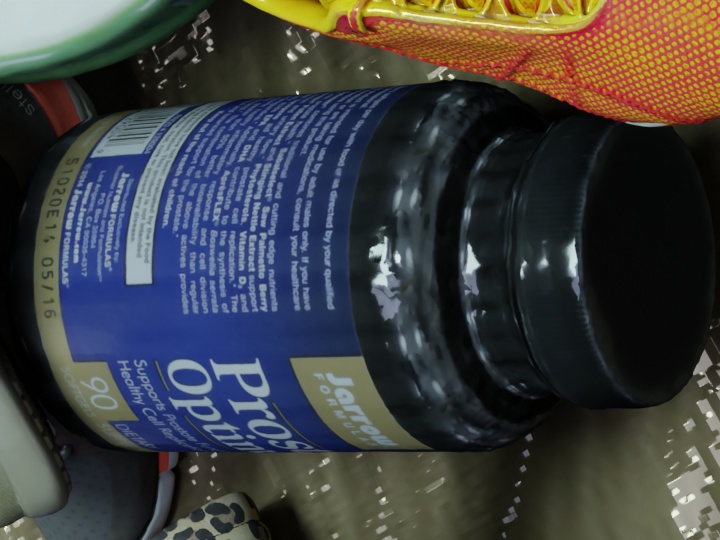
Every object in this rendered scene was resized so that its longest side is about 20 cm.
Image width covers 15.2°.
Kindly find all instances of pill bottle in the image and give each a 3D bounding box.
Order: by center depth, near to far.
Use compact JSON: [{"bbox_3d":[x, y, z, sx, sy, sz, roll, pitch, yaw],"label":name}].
[{"bbox_3d":[0.000,0.000,0.819,0.200,0.112,0.112,-3,99,34],"label":"pill bottle"}]

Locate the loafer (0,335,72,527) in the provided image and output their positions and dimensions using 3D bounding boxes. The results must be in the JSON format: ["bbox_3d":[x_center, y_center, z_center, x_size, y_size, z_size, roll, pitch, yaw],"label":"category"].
[{"bbox_3d":[-0.158,0.005,0.806,0.068,0.076,0.200,-32,112,-6],"label":"loafer"}]

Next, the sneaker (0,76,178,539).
[{"bbox_3d":[-0.122,0.024,0.906,0.077,0.082,0.200,5,121,31],"label":"sneaker"}]

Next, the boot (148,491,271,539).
[{"bbox_3d":[-0.059,0.181,0.924,0.200,0.073,0.151,-42,73,39],"label":"boot"}]

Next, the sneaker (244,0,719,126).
[{"bbox_3d":[0.032,-0.073,0.681,0.200,0.077,0.073,11,105,42],"label":"sneaker"}]

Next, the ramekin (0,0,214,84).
[{"bbox_3d":[-0.112,-0.149,0.789,0.200,0.098,0.200,0,100,-1],"label":"ramekin"}]
